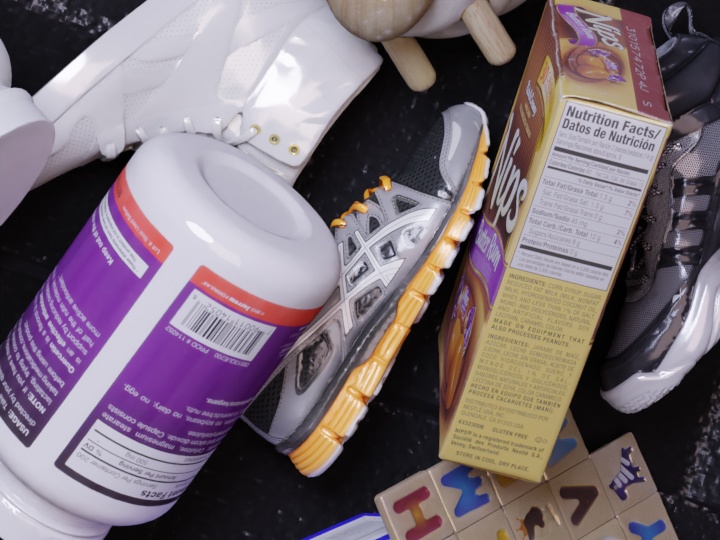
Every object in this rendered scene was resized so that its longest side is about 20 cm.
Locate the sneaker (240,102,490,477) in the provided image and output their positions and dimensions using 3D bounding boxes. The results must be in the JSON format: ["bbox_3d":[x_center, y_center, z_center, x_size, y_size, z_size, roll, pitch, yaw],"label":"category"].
[{"bbox_3d":[0.000,0.000,1.256,0.077,0.078,0.200,31,85,2],"label":"sneaker"}]

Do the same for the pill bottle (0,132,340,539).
[{"bbox_3d":[-0.105,0.040,1.202,0.112,0.112,0.200,34,111,-10],"label":"pill bottle"}]

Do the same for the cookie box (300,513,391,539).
[{"bbox_3d":[-0.016,0.239,1.236,0.171,0.075,0.200,-20,99,-35],"label":"cookie box"}]

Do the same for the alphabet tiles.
[{"bbox_3d":[0.088,0.162,1.252,0.200,0.006,0.167,-25,93,-39],"label":"alphabet tiles"}]

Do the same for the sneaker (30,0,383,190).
[{"bbox_3d":[-0.083,-0.073,1.236,0.200,0.074,0.116,-38,96,-7],"label":"sneaker"}]

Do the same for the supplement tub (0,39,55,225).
[{"bbox_3d":[-0.250,-0.090,1.148,0.200,0.145,0.145,44,86,9],"label":"supplement tub"}]

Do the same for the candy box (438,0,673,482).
[{"bbox_3d":[0.087,-0.016,1.207,0.056,0.117,0.200,15,118,-7],"label":"candy box"}]

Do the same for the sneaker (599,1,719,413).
[{"bbox_3d":[0.146,-0.035,1.280,0.114,0.075,0.200,31,82,-9],"label":"sneaker"}]

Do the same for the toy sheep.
[{"bbox_3d":[0.039,-0.175,1.224,0.138,0.138,0.200,43,44,-10],"label":"toy sheep"}]
